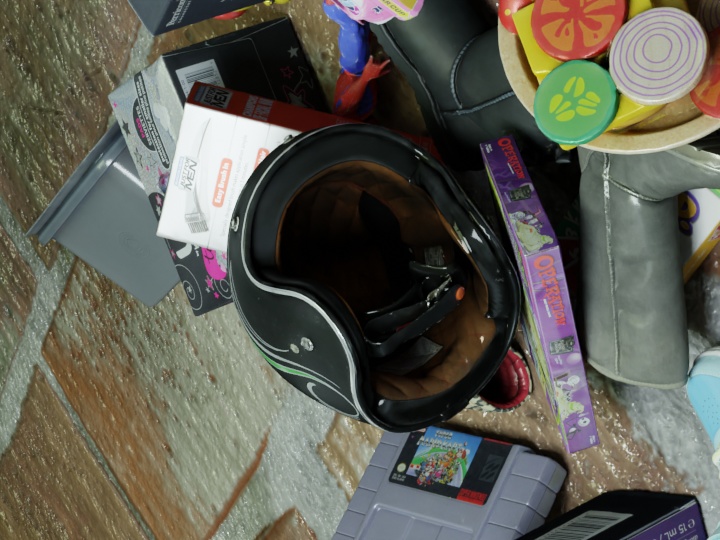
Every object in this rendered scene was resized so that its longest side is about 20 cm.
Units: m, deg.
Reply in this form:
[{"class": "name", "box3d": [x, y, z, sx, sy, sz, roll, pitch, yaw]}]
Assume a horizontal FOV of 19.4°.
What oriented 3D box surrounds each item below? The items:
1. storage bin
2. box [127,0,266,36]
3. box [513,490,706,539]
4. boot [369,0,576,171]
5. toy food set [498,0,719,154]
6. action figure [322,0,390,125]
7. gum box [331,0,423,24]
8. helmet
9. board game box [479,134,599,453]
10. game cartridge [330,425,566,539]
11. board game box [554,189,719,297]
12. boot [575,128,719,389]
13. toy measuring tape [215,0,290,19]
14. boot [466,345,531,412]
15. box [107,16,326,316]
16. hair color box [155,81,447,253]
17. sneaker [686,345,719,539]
[{"class": "storage bin", "box3d": [-0.182, -0.066, 1.853, 0.134, 0.146, 0.200, 40, 145, -7]}, {"class": "box", "box3d": [-0.077, -0.287, 1.522, 0.104, 0.182, 0.200, 56, 145, 17]}, {"class": "box", "box3d": [0.182, 0.278, 1.505, 0.104, 0.148, 0.201, -4, 106, 54]}, {"class": "boot", "box3d": [0.091, -0.158, 1.457, 0.162, 0.073, 0.199, -10, 107, 58]}, {"class": "toy food set", "box3d": [0.175, -0.163, 1.265, 0.200, 0.049, 0.198, -26, 63, 15]}, {"class": "action figure", "box3d": [-0.002, -0.169, 1.586, 0.200, 0.052, 0.066, 89, -177, -48]}, {"class": "gum box", "box3d": [0.012, -0.269, 1.372, 0.066, 0.113, 0.200, 5, 68, 52]}, {"class": "helmet", "box3d": [0.000, 0.000, 1.469, 0.191, 0.200, 0.200, 43, 139, 38]}, {"class": "board game box", "box3d": [0.124, 0.018, 1.448, 0.120, 0.032, 0.200, -102, -4, -46]}, {"class": "game cartridge", "box3d": [0.064, 0.188, 1.651, 0.200, 0.038, 0.130, 7, 71, 52]}, {"class": "board game box", "box3d": [0.195, -0.037, 1.422, 0.096, 0.030, 0.200, 54, 141, 19]}, {"class": "boot", "box3d": [0.194, -0.013, 1.351, 0.182, 0.072, 0.201, 34, 129, 56]}, {"class": "toy measuring tape", "box3d": [-0.143, -0.250, 1.691, 0.200, 0.074, 0.074, 22, 128, 22]}, {"class": "boot", "box3d": [0.022, 0.048, 1.604, 0.203, 0.074, 0.154, 38, 157, -32]}, {"class": "box", "box3d": [-0.099, -0.083, 1.709, 0.115, 0.132, 0.200, -25, 87, 57]}, {"class": "hair color box", "box3d": [-0.043, -0.061, 1.583, 0.064, 0.199, 0.111, -81, 6, -67]}, {"class": "sneaker", "box3d": [0.250, 0.142, 1.348, 0.200, 0.130, 0.080, 52, 144, 24]}]
